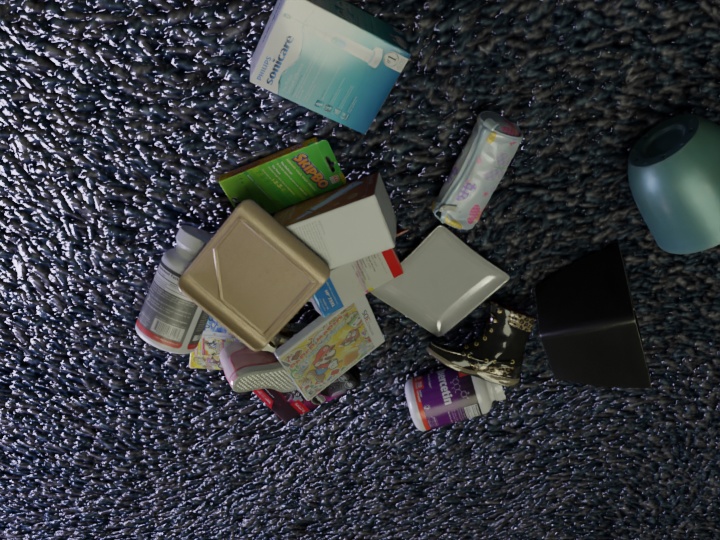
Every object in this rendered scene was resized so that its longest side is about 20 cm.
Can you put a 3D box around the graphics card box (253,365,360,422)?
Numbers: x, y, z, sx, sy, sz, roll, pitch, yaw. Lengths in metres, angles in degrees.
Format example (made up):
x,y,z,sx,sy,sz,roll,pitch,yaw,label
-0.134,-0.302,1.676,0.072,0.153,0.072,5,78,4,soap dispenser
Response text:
x,y,z,sx,sy,sz,roll,pitch,yaw,label
-0.113,0.229,1.550,0.198,0.051,0.126,-28,125,14,graphics card box

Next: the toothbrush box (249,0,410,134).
x,y,z,sx,sy,sz,roll,pitch,yaw,label
-0.047,-0.317,1.104,0.198,0.086,0.147,19,125,-20,toothbrush box

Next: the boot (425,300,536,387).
x,y,z,sx,sy,sz,roll,pitch,yaw,label
0.242,0.133,1.475,0.197,0.073,0.153,20,98,1,boot

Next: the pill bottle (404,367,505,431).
x,y,z,sx,sy,sz,roll,pitch,yaw,label
0.199,0.259,1.565,0.197,0.113,0.113,-18,128,8,pill bottle

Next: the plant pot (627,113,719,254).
x,y,z,sx,sy,sz,roll,pitch,yaw,label
0.538,-0.155,1.227,0.200,0.201,0.161,-36,112,21,plant pot

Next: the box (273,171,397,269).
x,y,z,sx,sy,sz,roll,pitch,yaw,label
-0.046,-0.072,1.253,0.197,0.125,0.099,-18,111,12,box

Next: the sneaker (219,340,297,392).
x,y,z,sx,sy,sz,roll,pitch,yaw,label
-0.185,0.177,1.439,0.199,0.105,0.076,6,123,-46,sneaker

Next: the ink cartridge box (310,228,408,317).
x,y,z,sx,sy,sz,roll,pitch,yaw,label
0.000,0.000,1.299,0.198,0.116,0.068,-28,98,-7,ink cartridge box

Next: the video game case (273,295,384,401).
x,y,z,sx,sy,sz,roll,pitch,yaw,label
-0.053,0.145,1.421,0.199,0.023,0.183,-37,143,-10,video game case

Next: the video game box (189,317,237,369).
x,y,z,sx,sy,sz,roll,pitch,yaw,label
-0.237,0.113,1.450,0.179,0.047,0.202,5,127,-13,video game box

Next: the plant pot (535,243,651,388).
x,y,z,sx,sy,sz,roll,pitch,yaw,label
0.439,0.104,1.426,0.175,0.202,0.201,-14,130,20,plant pot

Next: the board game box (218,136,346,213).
x,y,z,sx,sy,sz,roll,pitch,yaw,label
-0.130,-0.154,1.262,0.197,0.030,0.096,-18,129,12,board game box

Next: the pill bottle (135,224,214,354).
x,y,z,sx,sy,sz,roll,pitch,yaw,label
-0.306,0.033,1.301,0.115,0.116,0.202,21,99,-21,pill bottle

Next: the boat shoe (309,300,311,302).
x,y,z,sx,sy,sz,roll,pitch,yaw,label
-0.104,0.014,1.366,0.197,0.074,0.068,-4,122,-9,boat shoe

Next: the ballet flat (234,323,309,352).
x,y,z,sx,sy,sz,roll,pitch,yaw,label
-0.149,0.132,1.404,0.198,0.073,0.072,16,125,-22,ballet flat

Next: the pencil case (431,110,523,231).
x,y,z,sx,sy,sz,roll,pitch,yaw,label
0.192,-0.166,1.248,0.090,0.084,0.201,1,131,-35,pencil case

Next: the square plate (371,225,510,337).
x,y,z,sx,sy,sz,roll,pitch,yaw,label
0.151,0.021,1.427,0.199,0.029,0.198,33,119,-27,square plate

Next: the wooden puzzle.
x,y,z,sx,sy,sz,roll,pitch,yaw,label
-0.175,0.010,1.221,0.185,0.037,0.200,40,109,-10,wooden puzzle
